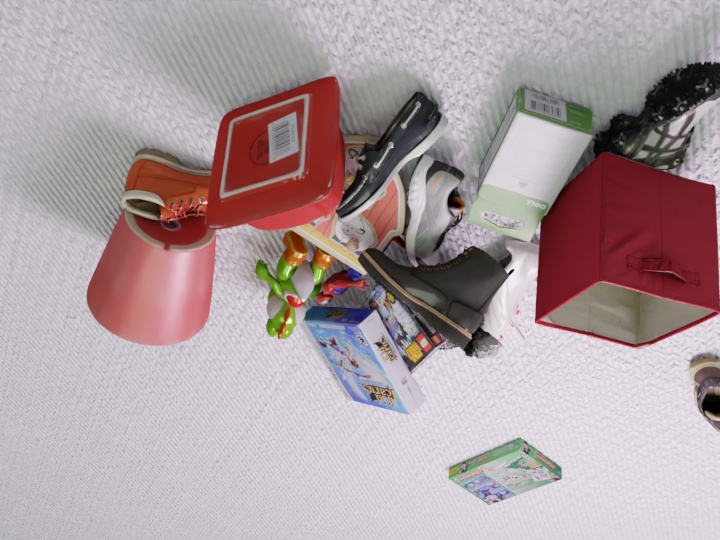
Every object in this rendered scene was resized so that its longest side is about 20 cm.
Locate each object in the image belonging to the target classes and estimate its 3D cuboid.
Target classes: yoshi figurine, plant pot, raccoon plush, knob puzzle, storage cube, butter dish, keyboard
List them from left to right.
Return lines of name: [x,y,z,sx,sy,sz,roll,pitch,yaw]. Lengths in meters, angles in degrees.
plant pot: [-0.314,-0.012,1.244,0.198,0.201,0.178,20,127,-9]
yoshi figurine: [-0.112,0.019,1.304,0.112,0.112,0.201,37,126,16]
butter dish: [-0.091,-0.130,1.079,0.197,0.202,0.148,-13,147,25]
knob puzzle: [-0.022,-0.107,1.149,0.217,0.031,0.222,7,119,14]
raccoon plush: [0.142,0.045,1.215,0.199,0.096,0.135,6,130,61]
keyboard: [0.212,0.071,1.333,0.056,0.011,0.200,-19,129,28]
storage cube: [0.346,-0.020,1.043,0.169,0.182,0.200,14,156,-11]

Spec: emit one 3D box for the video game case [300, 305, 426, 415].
video game case: [-0.001,0.147,1.331,0.199,0.045,0.182,-1,125,57]

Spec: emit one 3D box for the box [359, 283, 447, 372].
box: [0.060,0.091,1.273,0.137,0.040,0.200,53,154,11]

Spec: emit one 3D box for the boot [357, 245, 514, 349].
boot: [0.108,-0.002,1.147,0.199,0.077,0.139,38,89,-2]

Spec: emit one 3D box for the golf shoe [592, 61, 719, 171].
golf shoe: [0.389,-0.181,0.995,0.094,0.078,0.200,28,145,-20]

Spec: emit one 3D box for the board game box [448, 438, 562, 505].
board game box: [0.301,0.425,1.662,0.134,0.029,0.199,37,131,-23]

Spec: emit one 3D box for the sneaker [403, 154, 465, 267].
sneaker: [0.109,-0.071,1.153,0.078,0.074,0.202,16,138,16]

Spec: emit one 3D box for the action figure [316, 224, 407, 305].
action figure: [0.000,0.000,1.255,0.199,0.065,0.052,-34,98,31]

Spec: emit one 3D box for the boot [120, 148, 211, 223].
boot: [-0.257,-0.103,1.188,0.198,0.108,0.075,16,135,-7]

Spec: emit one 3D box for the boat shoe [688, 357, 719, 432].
boat shoe: [0.612,0.232,1.370,0.073,0.065,0.200,-19,129,27]

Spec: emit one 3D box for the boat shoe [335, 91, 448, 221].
boat shoe: [0.028,-0.153,1.069,0.060,0.076,0.200,42,96,-19]

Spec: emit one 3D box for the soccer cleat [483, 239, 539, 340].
soccer cleat: [0.224,0.031,1.253,0.077,0.070,0.201,21,129,-2]

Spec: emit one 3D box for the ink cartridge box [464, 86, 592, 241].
ink cartridge box: [0.223,-0.139,1.078,0.103,0.060,0.201,16,136,-4]
